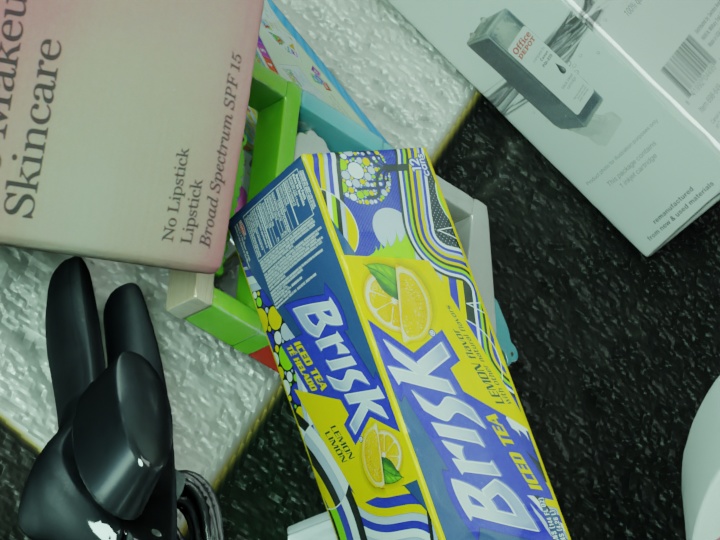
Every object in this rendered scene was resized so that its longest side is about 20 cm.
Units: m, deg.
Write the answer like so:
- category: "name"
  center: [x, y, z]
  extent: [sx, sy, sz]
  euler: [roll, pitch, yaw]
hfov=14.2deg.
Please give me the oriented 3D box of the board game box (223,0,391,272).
- category: "board game box"
  center: [-0.089, -0.100, 1.310]
  extent: [0.200, 0.034, 0.134]
  euler: [51, 39, 6]

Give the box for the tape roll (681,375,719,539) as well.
- category: "tape roll"
  center: [0.243, 0.111, 1.288]
  extent: [0.202, 0.203, 0.071]
  euler: [33, 24, -15]

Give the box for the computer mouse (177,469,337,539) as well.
- category: "computer mouse"
  center: [0.005, 0.125, 1.192]
  extent: [0.199, 0.044, 0.110]
  euler: [-4, 59, -44]

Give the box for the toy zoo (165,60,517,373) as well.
- category: "toy zoo"
  center: [0.000, 0.000, 1.276]
  extent: [0.199, 0.020, 0.132]
  euler: [31, 50, -35]

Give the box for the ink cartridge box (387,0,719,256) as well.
- category: "ink cartridge box"
  center: [0.126, -0.128, 1.489]
  extent: [0.200, 0.085, 0.146]
  euler: [46, 38, -3]

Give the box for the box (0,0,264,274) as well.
- category: "box"
  center: [-0.152, -0.076, 1.133]
  extent: [0.199, 0.109, 0.129]
  euler: [8, 92, -38]

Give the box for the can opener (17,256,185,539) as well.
- category: "can opener"
  center: [-0.095, 0.056, 1.129]
  extent: [0.063, 0.079, 0.200]
  euler: [38, 16, -21]

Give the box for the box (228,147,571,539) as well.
- category: "box"
  center: [0.018, 0.053, 1.174]
  extent: [0.070, 0.064, 0.201]
  euler: [-4, 67, -38]

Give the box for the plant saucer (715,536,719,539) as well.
- category: "plant saucer"
  center: [0.208, 0.197, 1.214]
  extent: [0.199, 0.051, 0.202]
  euler: [0, 91, -18]
